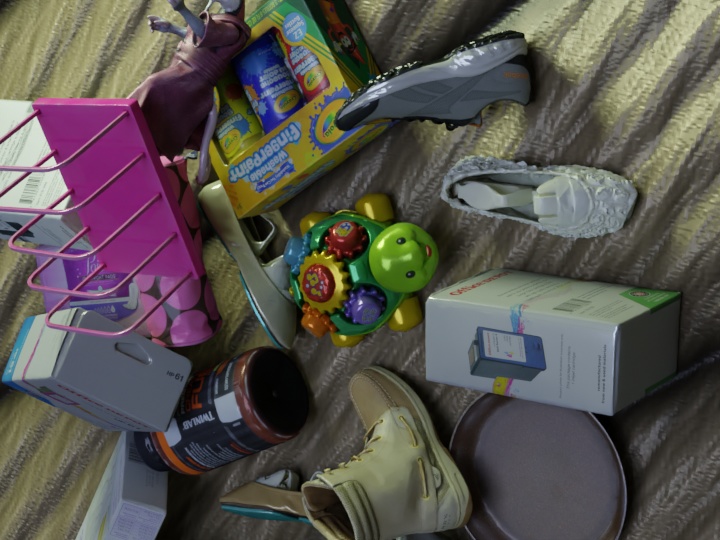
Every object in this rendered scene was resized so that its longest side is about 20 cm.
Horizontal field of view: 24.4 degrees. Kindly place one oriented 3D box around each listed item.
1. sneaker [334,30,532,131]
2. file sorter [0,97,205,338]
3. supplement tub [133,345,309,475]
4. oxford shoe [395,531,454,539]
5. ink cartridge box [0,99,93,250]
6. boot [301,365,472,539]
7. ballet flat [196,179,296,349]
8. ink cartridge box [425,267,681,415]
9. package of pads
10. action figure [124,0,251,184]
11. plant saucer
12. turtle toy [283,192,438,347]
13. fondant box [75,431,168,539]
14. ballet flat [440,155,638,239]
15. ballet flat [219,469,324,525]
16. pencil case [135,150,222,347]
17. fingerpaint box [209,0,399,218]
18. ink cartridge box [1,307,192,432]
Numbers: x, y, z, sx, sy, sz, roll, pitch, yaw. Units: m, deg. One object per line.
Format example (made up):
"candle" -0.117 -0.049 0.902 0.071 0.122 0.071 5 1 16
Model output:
"sneaker" 0.070 -0.164 1.583 0.198 0.074 0.080 -16 101 10
"file sorter" -0.271 -0.051 1.635 0.138 0.126 0.202 5 127 36
"supplement tub" -0.158 0.161 1.816 0.199 0.107 0.108 -25 85 35
"oxford shoe" 0.120 0.323 1.671 0.200 0.075 0.058 42 143 13
"ink cartridge box" -0.360 -0.110 1.880 0.198 0.083 0.148 8 68 34
"boot" 0.003 0.189 1.665 0.201 0.154 0.073 58 142 28
"ballet flat" -0.107 -0.014 1.777 0.069 0.069 0.201 -38 76 34
"ink cartridge box" 0.177 0.061 1.539 0.198 0.145 0.089 10 107 32
"package of pads" -0.277 0.015 1.889 0.198 0.075 0.122 -5 100 36
"action figure" -0.159 -0.203 1.658 0.148 0.134 0.201 37 94 -9
"plant saucer" 0.178 0.206 1.638 0.198 0.032 0.203 7 102 34
"turtle toy" 0.000 0.000 1.677 0.199 0.101 0.147 -17 89 36
"fondant box" -0.280 0.300 1.908 0.058 0.145 0.201 17 117 -15
"ballet flat" 0.162 -0.066 1.575 0.198 0.071 0.073 9 104 33
"ballet flat" -0.063 0.248 1.806 0.198 0.069 0.064 7 75 31
"pencil case" -0.200 -0.023 1.771 0.090 0.094 0.203 -8 99 11
"fingerpaint box" -0.079 -0.176 1.714 0.199 0.073 0.168 -32 80 35
"ink cartridge box" -0.287 0.110 1.798 0.199 0.144 0.085 -12 54 62
